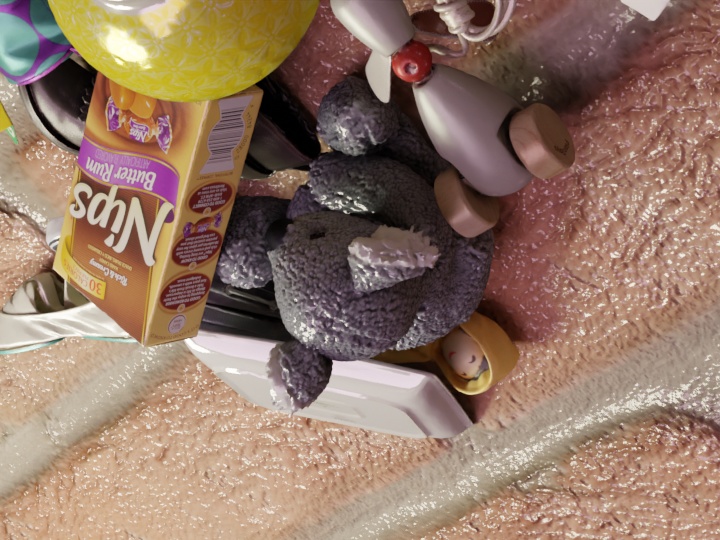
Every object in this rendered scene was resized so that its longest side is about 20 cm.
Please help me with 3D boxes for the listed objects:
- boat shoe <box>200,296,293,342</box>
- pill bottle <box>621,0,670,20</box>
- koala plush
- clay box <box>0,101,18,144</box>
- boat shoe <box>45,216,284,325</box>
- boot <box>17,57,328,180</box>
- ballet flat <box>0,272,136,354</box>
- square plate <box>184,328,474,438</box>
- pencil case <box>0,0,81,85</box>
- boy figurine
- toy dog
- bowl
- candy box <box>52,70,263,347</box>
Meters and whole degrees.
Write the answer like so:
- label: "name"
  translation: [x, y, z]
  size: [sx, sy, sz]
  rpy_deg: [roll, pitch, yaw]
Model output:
- label: "boat shoe"
  translation: [-0.077, 0.048, 1.836]
  size: [0.200, 0.072, 0.062]
  rpy_deg: [19, 155, 17]
- label: "pill bottle"
  translation: [0.114, -0.237, 1.381]
  size: [0.200, 0.111, 0.111]
  rpy_deg: [34, 141, 0]
- label: "koala plush"
  translation: [0.000, 0.000, 1.592]
  size: [0.184, 0.200, 0.177]
  rpy_deg: [39, 111, -7]
- label: "clay box"
  translation: [-0.321, -0.175, 1.723]
  size: [0.115, 0.048, 0.200]
  rpy_deg: [53, 169, 36]
- label: "boat shoe"
  translation: [-0.144, 0.003, 1.781]
  size: [0.200, 0.068, 0.072]
  rpy_deg: [11, 166, -10]
- label: "boot"
  translation: [-0.136, -0.122, 1.713]
  size: [0.200, 0.069, 0.174]
  rpy_deg: [40, 140, -22]
- label: "ballet flat"
  translation: [-0.243, 0.029, 1.944]
  size: [0.200, 0.069, 0.070]
  rpy_deg: [-6, 127, 33]
- label: "square plate"
  translation: [-0.024, 0.091, 1.782]
  size: [0.200, 0.029, 0.198]
  rpy_deg: [11, 167, 14]
- label: "pencil case"
  translation: [-0.264, -0.234, 1.650]
  size: [0.092, 0.085, 0.200]
  rpy_deg: [-7, 121, 47]
- label: "boy figurine"
  translation: [0.025, 0.028, 1.744]
  size: [0.200, 0.064, 0.124]
  rpy_deg: [35, 123, -2]
- label: "toy dog"
  translation: [0.065, -0.126, 1.553]
  size: [0.132, 0.096, 0.200]
  rpy_deg: [-12, 113, 18]
- label: "bowl"
  translation: [-0.132, -0.208, 1.501]
  size: [0.200, 0.108, 0.201]
  rpy_deg: [1, 93, 21]
- label: "candy box"
  translation: [-0.145, -0.061, 1.641]
  size: [0.117, 0.056, 0.200]
  rpy_deg: [37, 124, 36]
